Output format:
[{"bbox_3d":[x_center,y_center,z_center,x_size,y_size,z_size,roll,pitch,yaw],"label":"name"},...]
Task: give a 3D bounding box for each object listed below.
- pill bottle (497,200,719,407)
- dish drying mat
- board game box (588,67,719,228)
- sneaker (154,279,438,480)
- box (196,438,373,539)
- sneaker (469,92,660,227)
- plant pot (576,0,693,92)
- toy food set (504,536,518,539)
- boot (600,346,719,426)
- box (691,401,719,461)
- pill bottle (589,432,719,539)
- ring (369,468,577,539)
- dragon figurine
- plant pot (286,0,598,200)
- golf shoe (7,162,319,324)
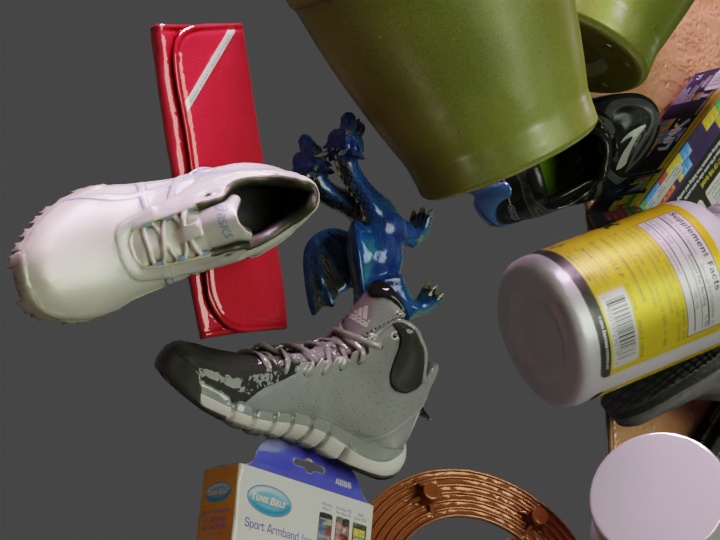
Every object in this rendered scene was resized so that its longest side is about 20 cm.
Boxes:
[{"bbox_3d":[0.206,0.015,1.704,0.199,0.111,0.112,-19,95,-26],"label":"pill bottle"},{"bbox_3d":[-0.089,-0.059,1.532,0.076,0.018,0.202,-6,85,-46],"label":"dish drying mat"},{"bbox_3d":[0.277,-0.039,1.865,0.200,0.056,0.166,-49,117,-39],"label":"board game box"},{"bbox_3d":[-0.030,0.049,1.492,0.199,0.075,0.116,23,100,-40],"label":"sneaker"},{"bbox_3d":[-0.051,0.210,1.495,0.119,0.041,0.202,23,63,-40],"label":"box"},{"bbox_3d":[0.162,-0.081,1.740,0.199,0.082,0.071,-26,99,-45],"label":"sneaker"},{"bbox_3d":[0.173,-0.241,1.717,0.200,0.200,0.194,34,69,-35],"label":"plant pot"},{"bbox_3d":[0.116,0.297,1.634,0.198,0.048,0.201,-45,113,-41],"label":"toy food set"},{"bbox_3d":[0.288,0.097,1.783,0.199,0.070,0.132,-28,115,-1],"label":"boot"},{"bbox_3d":[0.302,0.178,1.856,0.143,0.036,0.200,57,49,-21],"label":"box"},{"bbox_3d":[0.221,0.199,1.660,0.200,0.115,0.116,64,38,-55],"label":"pill bottle"},{"bbox_3d":[0.080,0.222,1.579,0.199,0.019,0.202,12,59,-20],"label":"ring"},{"bbox_3d":[0.000,0.000,1.577,0.099,0.059,0.202,10,73,-43],"label":"dragon figurine"},{"bbox_3d":[0.063,-0.158,1.570,0.200,0.200,0.194,-33,102,-44],"label":"plant pot"},{"bbox_3d":[-0.114,-0.026,1.434,0.199,0.097,0.079,-23,96,-34],"label":"golf shoe"}]
